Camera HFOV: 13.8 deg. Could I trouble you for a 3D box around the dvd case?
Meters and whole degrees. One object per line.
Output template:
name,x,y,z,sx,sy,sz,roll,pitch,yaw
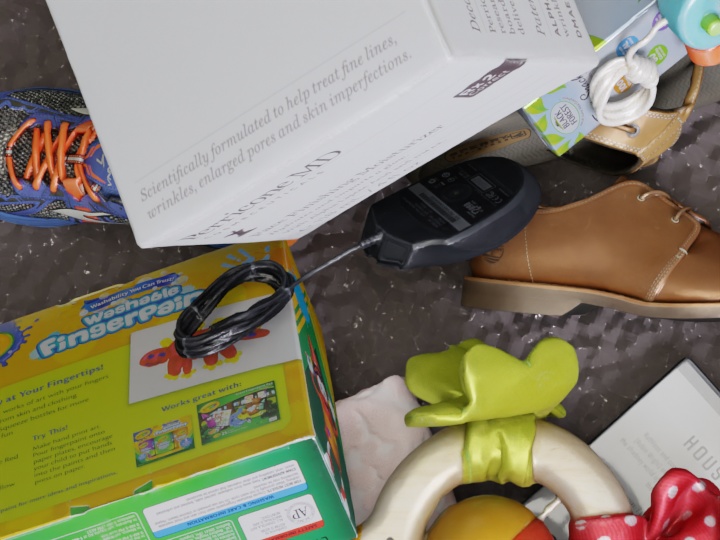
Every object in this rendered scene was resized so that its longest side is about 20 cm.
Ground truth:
dvd case,0.137,0.165,1.471,0.200,0.025,0.150,-42,80,2

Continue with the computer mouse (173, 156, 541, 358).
computer mouse,0.000,0.000,1.427,0.199,0.034,0.059,-24,37,-16

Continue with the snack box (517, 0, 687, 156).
snack box,0.092,-0.170,1.455,0.142,0.053,0.200,-40,52,3

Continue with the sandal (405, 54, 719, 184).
sandal,0.114,-0.073,1.465,0.199,0.082,0.055,-18,63,8

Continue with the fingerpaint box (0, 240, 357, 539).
fingerpaint box,-0.112,0.083,1.443,0.199,0.167,0.074,-19,127,5

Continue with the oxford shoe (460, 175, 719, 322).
oxford shoe,0.149,-0.010,1.461,0.199,0.071,0.072,4,90,9

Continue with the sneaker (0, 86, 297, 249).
sneaker,-0.124,-0.056,1.500,0.199,0.078,0.076,6,84,8

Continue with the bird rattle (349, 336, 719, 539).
bird rattle,0.084,0.126,1.421,0.163,0.113,0.200,-44,97,0

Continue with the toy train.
toy train,0.212,-0.103,1.401,0.056,0.199,0.151,52,133,43

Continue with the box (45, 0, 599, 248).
box,-0.030,-0.140,1.372,0.199,0.130,0.201,-29,75,33

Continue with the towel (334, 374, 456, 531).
towel,-0.028,0.177,1.473,0.190,0.032,0.201,-22,80,13
